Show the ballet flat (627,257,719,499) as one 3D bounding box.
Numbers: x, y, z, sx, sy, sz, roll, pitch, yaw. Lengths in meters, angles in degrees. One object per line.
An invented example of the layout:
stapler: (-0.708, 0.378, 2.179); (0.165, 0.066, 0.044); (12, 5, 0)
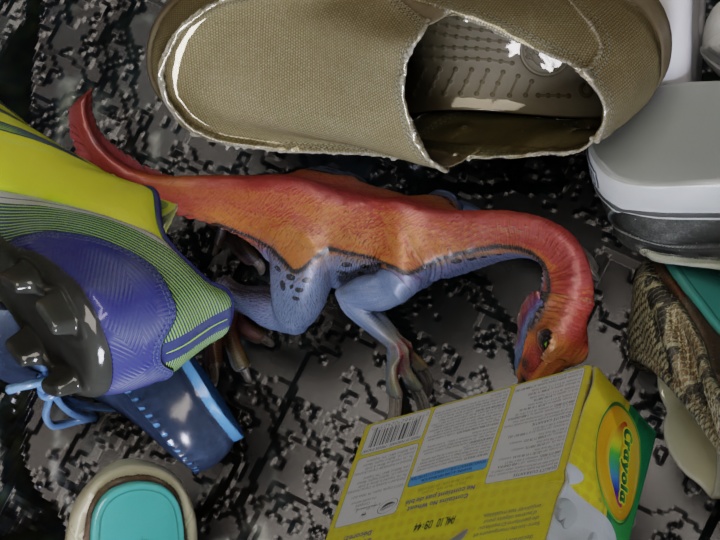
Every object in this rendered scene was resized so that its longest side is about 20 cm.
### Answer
ballet flat: (0.144, 0.053, 0.815); (0.067, 0.200, 0.076); (9, 107, -15)

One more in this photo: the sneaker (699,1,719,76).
sneaker: (0.220, -0.117, 0.835); (0.199, 0.078, 0.100); (-12, 58, 36)

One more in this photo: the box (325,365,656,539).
box: (0.027, 0.133, 0.776); (0.117, 0.048, 0.201); (-18, 37, 41)

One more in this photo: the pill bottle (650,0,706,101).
pill bottle: (0.037, -0.117, 0.901); (0.199, 0.120, 0.120); (3, 75, 11)

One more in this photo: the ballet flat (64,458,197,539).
ballet flat: (-0.094, 0.175, 0.876); (0.069, 0.069, 0.201); (2, 85, 11)

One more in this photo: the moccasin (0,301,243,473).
moccasin: (-0.123, 0.024, 0.914); (0.068, 0.081, 0.200); (-40, 51, -11)

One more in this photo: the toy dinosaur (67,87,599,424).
toy dinosaur: (0.000, 0.000, 0.858); (0.181, 0.199, 0.106); (-15, 52, 52)

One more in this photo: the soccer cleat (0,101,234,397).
soccer cleat: (-0.118, -0.021, 0.866); (0.083, 0.065, 0.200); (-17, 42, -26)

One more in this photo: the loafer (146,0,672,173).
loafer: (0.012, -0.077, 0.819); (0.199, 0.068, 0.076); (-3, 117, 14)

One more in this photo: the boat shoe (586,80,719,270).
boat shoe: (0.184, -0.031, 0.822); (0.199, 0.064, 0.071); (5, 53, 24)
